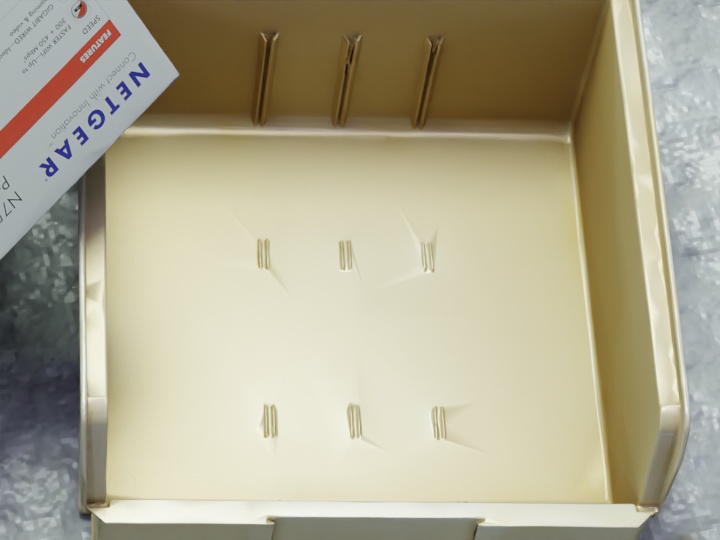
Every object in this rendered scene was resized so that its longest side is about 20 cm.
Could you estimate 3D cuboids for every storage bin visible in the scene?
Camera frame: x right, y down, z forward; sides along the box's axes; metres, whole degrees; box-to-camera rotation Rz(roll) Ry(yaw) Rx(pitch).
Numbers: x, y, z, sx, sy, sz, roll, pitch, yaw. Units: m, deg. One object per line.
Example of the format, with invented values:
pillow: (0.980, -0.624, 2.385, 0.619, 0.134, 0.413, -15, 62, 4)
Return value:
storage bin: (0.000, 0.000, 1.000, 0.200, 0.094, 0.199, 1, 57, -7)

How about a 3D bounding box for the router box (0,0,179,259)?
router box: (-0.178, -0.059, 0.871, 0.200, 0.180, 0.049, -47, 36, -17)
